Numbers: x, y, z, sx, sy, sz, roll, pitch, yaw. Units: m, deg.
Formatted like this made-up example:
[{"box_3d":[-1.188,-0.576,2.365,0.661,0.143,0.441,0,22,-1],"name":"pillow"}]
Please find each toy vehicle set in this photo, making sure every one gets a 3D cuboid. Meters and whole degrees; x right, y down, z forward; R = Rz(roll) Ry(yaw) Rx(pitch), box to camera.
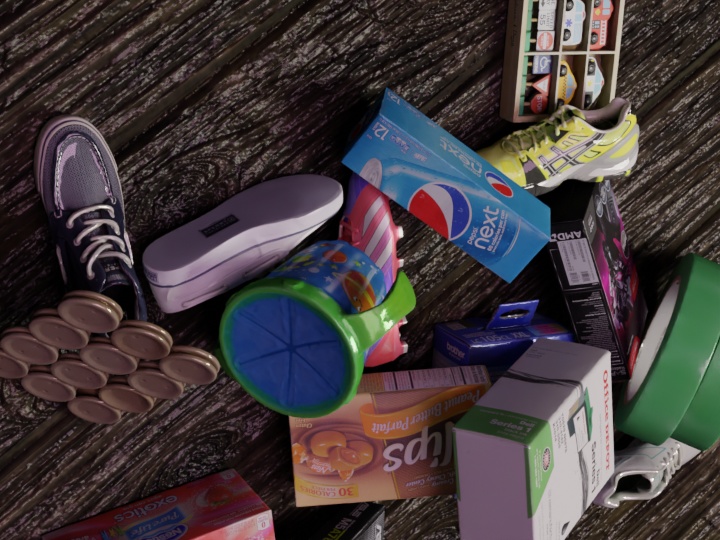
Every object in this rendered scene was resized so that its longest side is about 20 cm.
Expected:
[{"box_3d":[0.204,-0.249,1.391,0.124,0.026,0.201,-7,110,-27],"name":"toy vehicle set"}]

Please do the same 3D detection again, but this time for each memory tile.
[{"box_3d":[-0.224,0.076,1.180,0.153,0.199,0.017,32,53,-30],"name":"memory tile"}]

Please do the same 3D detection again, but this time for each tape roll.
[{"box_3d":[0.328,0.083,1.474,0.048,0.200,0.202,22,96,4],"name":"tape roll"},{"box_3d":[0.386,0.094,1.515,0.048,0.200,0.202,23,96,5],"name":"tape roll"}]

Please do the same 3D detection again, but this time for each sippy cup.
[{"box_3d":[-0.041,0.042,1.266,0.130,0.177,0.140,-52,156,-53],"name":"sippy cup"}]

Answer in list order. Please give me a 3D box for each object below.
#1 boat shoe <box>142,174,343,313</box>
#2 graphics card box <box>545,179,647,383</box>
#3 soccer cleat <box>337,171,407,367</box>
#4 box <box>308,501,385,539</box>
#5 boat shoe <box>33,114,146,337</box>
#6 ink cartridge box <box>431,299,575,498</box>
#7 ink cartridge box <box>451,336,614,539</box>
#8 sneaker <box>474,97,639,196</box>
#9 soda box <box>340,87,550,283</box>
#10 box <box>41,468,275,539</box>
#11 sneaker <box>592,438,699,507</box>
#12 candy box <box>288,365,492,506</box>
[{"box_3d":[-0.104,-0.025,1.278,0.199,0.074,0.066,-23,132,-17],"name":"boat shoe"},{"box_3d":[0.244,0.001,1.449,0.201,0.051,0.126,68,30,-27],"name":"graphics card box"},{"box_3d":[0.000,0.000,1.344,0.076,0.067,0.201,-11,112,-13],"name":"soccer cleat"},{"box_3d":[-0.034,0.357,1.393,0.193,0.047,0.201,-29,126,-60],"name":"box"},{"box_3d":[-0.221,-0.028,1.188,0.074,0.093,0.201,-19,115,-23],"name":"boat shoe"},{"box_3d":[0.144,0.123,1.458,0.136,0.076,0.201,-6,108,-28],"name":"ink cartridge box"},{"box_3d":[0.170,0.173,1.341,0.200,0.084,0.147,-38,129,-50],"name":"ink cartridge box"},{"box_3d":[0.184,-0.125,1.382,0.199,0.075,0.077,-15,129,-21],"name":"sneaker"},{"box_3d":[0.081,-0.079,1.305,0.199,0.068,0.064,35,117,-11],"name":"soda box"},{"box_3d":[-0.184,0.278,1.313,0.199,0.095,0.103,-16,116,-24],"name":"box"},{"box_3d":[0.329,0.223,1.593,0.199,0.080,0.071,-20,114,-24],"name":"sneaker"},{"box_3d":[0.030,0.162,1.372,0.198,0.055,0.116,-4,109,-3],"name":"candy box"}]
